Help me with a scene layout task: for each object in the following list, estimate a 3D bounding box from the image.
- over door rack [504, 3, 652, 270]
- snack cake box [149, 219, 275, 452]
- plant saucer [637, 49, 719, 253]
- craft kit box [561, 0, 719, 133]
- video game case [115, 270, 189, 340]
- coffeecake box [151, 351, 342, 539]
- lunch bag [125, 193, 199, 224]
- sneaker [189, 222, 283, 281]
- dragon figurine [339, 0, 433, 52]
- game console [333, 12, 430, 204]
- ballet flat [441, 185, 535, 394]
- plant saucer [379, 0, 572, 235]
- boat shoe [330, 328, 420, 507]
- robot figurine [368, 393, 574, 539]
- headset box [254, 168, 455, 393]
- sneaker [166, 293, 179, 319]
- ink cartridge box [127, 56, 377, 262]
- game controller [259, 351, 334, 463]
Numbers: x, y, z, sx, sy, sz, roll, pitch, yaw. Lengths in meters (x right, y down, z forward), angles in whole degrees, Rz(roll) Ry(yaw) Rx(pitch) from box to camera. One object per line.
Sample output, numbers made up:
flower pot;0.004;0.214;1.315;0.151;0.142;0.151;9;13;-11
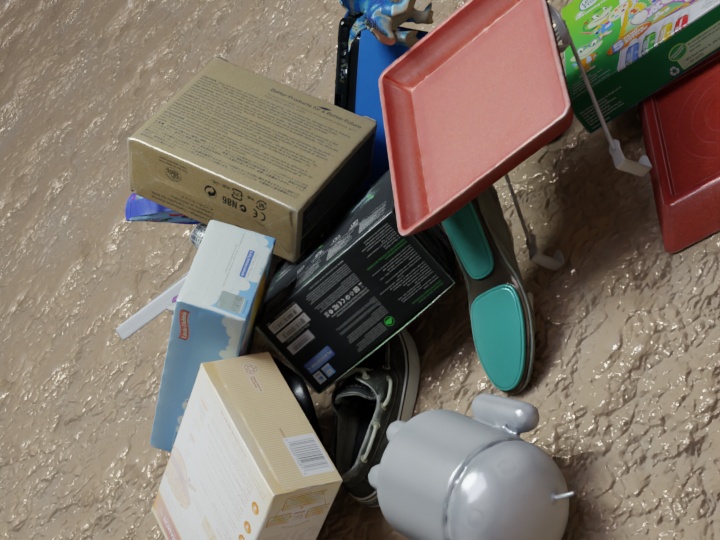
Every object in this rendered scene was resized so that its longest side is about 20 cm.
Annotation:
over door rack;0.161;-0.125;1.434;0.148;0.066;0.201;-50;53;39
snack cake box;-0.138;0.069;1.462;0.116;0.067;0.201;-74;0;-47
plant saucer;0.332;-0.137;1.381;0.199;0.037;0.201;-29;40;27
craft kit box;0.284;-0.245;1.495;0.199;0.049;0.198;-33;24;25
video game case;-0.180;0.005;1.739;0.143;0.018;0.200;-35;5;20
coffeecake box;-0.106;0.201;1.400;0.154;0.073;0.201;56;139;35
lunch bag;-0.149;-0.093;1.702;0.150;0.199;0.095;-5;98;43
sneaker;-0.107;-0.034;1.653;0.080;0.200;0.077;23;99;14
dragon figurine;0.011;-0.249;1.527;0.098;0.059;0.200;1;33;18
game console;0.030;-0.165;1.650;0.171;0.117;0.202;-73;-12;-72
ballet flat;0.127;0.010;1.421;0.067;0.063;0.202;-24;79;40
plant saucer;0.105;-0.150;1.385;0.199;0.037;0.201;-36;44;32
boat shoe;0.010;0.120;1.473;0.070;0.064;0.201;-25;42;30
robot figurine;0.091;0.182;1.283;0.199;0.112;0.171;19;88;53
headset box;0.000;0.000;1.519;0.174;0.093;0.200;-40;12;14
sneaker;-0.149;0.064;1.623;0.074;0.100;0.200;-23;-7;-5
ink cartridge box;-0.107;-0.114;1.569;0.199;0.076;0.165;24;46;19
game controller;-0.067;0.138;1.478;0.200;0.042;0.105;-161;64;-73
